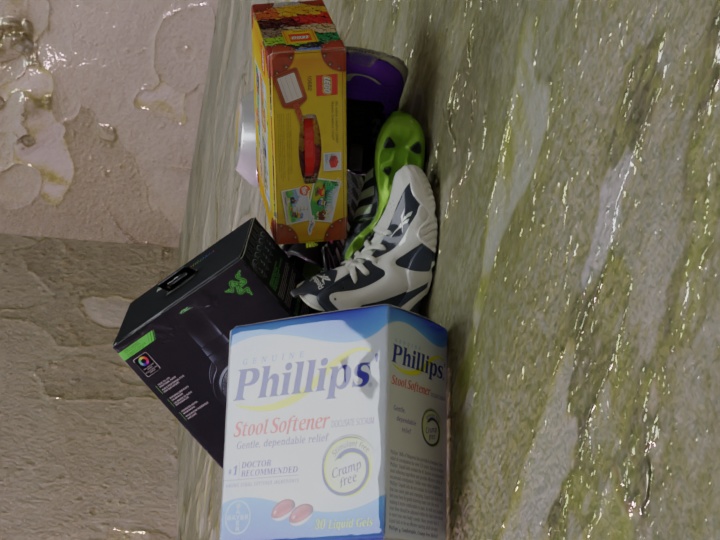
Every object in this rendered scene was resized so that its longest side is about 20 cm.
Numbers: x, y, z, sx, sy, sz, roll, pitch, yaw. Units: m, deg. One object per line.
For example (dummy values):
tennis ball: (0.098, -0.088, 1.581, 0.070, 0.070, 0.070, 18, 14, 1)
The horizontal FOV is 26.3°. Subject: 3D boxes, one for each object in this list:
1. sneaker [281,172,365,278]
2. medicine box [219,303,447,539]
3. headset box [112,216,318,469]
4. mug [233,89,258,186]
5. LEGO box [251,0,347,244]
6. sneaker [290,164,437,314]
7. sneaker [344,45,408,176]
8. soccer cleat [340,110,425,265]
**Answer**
sneaker: (-0.042, -0.032, 1.716, 0.087, 0.073, 0.203, 15, -90, -67)
medicine box: (-0.023, 0.147, 1.367, 0.180, 0.103, 0.203, -10, 72, 33)
headset box: (-0.124, 0.072, 1.542, 0.173, 0.201, 0.093, -32, 20, 19)
mug: (-0.075, -0.149, 1.839, 0.187, 0.151, 0.152, 124, 148, -68)
LEGO box: (-0.062, -0.151, 1.546, 0.149, 0.076, 0.202, -111, 18, -60)
sneaker: (-0.001, -0.003, 1.471, 0.080, 0.128, 0.202, -130, 46, -71)
sneaker: (0.005, -0.153, 1.579, 0.200, 0.069, 0.101, 81, -157, -73)
soccer cleat: (0.026, -0.063, 1.554, 0.081, 0.067, 0.202, -88, 13, -69)
